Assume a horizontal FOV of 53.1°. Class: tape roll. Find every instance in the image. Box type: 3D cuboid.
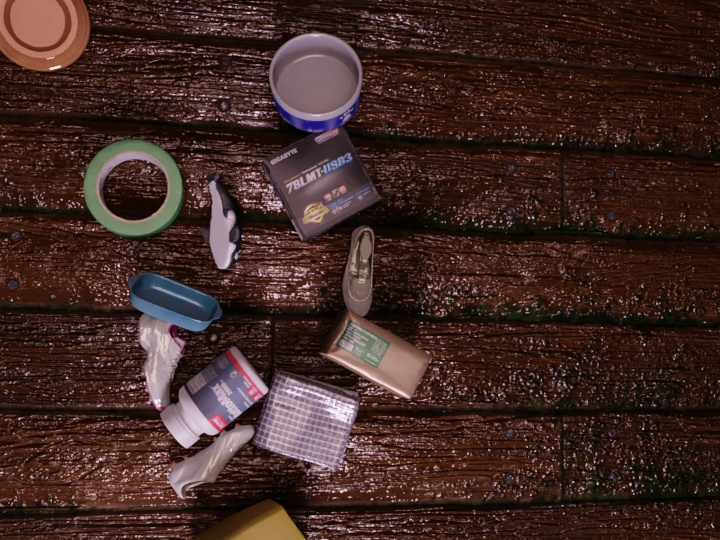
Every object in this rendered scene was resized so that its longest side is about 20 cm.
[{"bbox_3d":[-0.472,-0.170,1.506,0.198,0.048,0.203,1,85,-9],"label":"tape roll"}]

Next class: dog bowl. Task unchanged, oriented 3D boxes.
[{"bbox_3d":[-0.094,-0.403,1.550,0.198,0.079,0.202,0,73,-1],"label":"dog bowl"}]

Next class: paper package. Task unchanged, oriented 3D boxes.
[{"bbox_3d":[0.027,0.172,1.486,0.199,0.191,0.104,29,81,-4],"label":"paper package"}]

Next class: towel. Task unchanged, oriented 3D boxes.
[{"bbox_3d":[-0.109,0.312,1.505,0.198,0.086,0.167,18,83,-7],"label":"towel"}]

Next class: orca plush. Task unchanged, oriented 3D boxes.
[{"bbox_3d":[-0.285,-0.106,1.537,0.105,0.071,0.202,-23,83,34],"label":"orca plush"}]

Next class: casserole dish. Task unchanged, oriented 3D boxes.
[{"bbox_3d":[-0.382,0.067,1.473,0.198,0.121,0.039,23,112,-8],"label":"casserole dish"}]

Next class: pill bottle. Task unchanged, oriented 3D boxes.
[{"bbox_3d":[-0.298,0.260,1.461,0.200,0.120,0.120,-39,92,-10],"label":"pill bottle"}]

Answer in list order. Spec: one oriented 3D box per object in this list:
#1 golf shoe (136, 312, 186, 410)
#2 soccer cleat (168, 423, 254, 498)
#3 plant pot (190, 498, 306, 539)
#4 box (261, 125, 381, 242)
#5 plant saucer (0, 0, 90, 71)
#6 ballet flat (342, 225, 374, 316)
[{"bbox_3d":[-0.399,0.182,1.471,0.091,0.075,0.202,-8,88,-3],"label":"golf shoe"},{"bbox_3d":[-0.296,0.388,1.471,0.199,0.069,0.078,-31,62,-5],"label":"soccer cleat"},{"bbox_3d":[-0.198,0.568,1.422,0.176,0.200,0.201,-35,91,-21],"label":"plant pot"},{"bbox_3d":[-0.085,-0.194,1.573,0.199,0.050,0.200,-28,91,-11],"label":"box"},{"bbox_3d":[-0.662,-0.516,1.484,0.198,0.037,0.202,-3,101,-17],"label":"plant saucer"},{"bbox_3d":[0.000,0.000,1.560,0.069,0.069,0.202,6,84,-9],"label":"ballet flat"}]
